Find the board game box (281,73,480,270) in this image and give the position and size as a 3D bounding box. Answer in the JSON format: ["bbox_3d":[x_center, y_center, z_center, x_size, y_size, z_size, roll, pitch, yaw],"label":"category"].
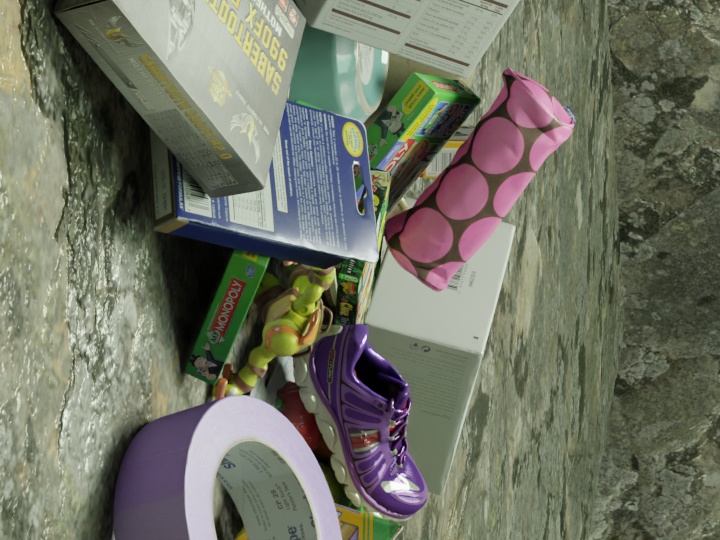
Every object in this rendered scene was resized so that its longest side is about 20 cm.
[{"bbox_3d":[0.015,-0.084,1.788,0.200,0.029,0.135,-51,167,15],"label":"board game box"}]

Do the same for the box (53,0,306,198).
[{"bbox_3d":[-0.116,-0.172,1.376,0.200,0.048,0.159,52,39,-42],"label":"box"}]

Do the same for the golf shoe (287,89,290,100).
[{"bbox_3d":[-0.085,-0.183,1.557,0.095,0.077,0.201,-61,152,-61],"label":"golf shoe"}]

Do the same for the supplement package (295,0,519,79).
[{"bbox_3d":[0.017,-0.267,1.578,0.111,0.155,0.200,-56,-141,26],"label":"supplement package"}]

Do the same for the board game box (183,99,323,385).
[{"bbox_3d":[-0.081,-0.024,1.589,0.200,0.029,0.135,-71,-176,-49],"label":"board game box"}]

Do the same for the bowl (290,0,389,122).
[{"bbox_3d":[-0.038,-0.190,1.687,0.201,0.105,0.202,2,90,-76],"label":"bowl"}]

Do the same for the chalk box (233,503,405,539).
[{"bbox_3d":[-0.059,0.291,1.613,0.200,0.123,0.125,-48,143,-43],"label":"chalk box"}]

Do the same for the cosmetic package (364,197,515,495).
[{"bbox_3d":[0.062,0.074,2.016,0.200,0.122,0.200,-71,174,-49],"label":"cosmetic package"}]

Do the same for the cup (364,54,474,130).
[{"bbox_3d":[0.030,-0.219,1.879,0.200,0.143,0.201,2,90,-76],"label":"cup"}]

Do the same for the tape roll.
[{"bbox_3d":[-0.091,0.194,1.471,0.200,0.065,0.201,37,44,-47],"label":"tape roll"}]

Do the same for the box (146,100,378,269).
[{"bbox_3d":[-0.070,-0.071,1.480,0.200,0.032,0.122,13,63,-42],"label":"box"}]

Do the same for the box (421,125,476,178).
[{"bbox_3d":[0.090,-0.122,2.065,0.200,0.119,0.042,-155,-116,-73],"label":"box"}]

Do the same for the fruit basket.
[{"bbox_3d":[-0.057,0.148,1.762,0.186,0.093,0.200,-73,144,-47],"label":"fruit basket"}]

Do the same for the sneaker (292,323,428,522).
[{"bbox_3d":[0.013,0.131,1.715,0.200,0.083,0.081,63,29,-29],"label":"sneaker"}]

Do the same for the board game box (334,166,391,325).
[{"bbox_3d":[0.000,0.000,1.742,0.200,0.023,0.105,95,8,-68],"label":"board game box"}]

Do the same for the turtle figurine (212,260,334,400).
[{"bbox_3d":[-0.051,0.027,1.625,0.200,0.064,0.161,-59,-172,19],"label":"turtle figurine"}]

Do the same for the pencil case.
[{"bbox_3d":[0.102,-0.082,1.798,0.091,0.200,0.094,30,16,-37],"label":"pencil case"}]

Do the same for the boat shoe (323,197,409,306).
[{"bbox_3d":[0.009,-0.062,1.960,0.075,0.075,0.203,55,39,-68],"label":"boat shoe"}]
